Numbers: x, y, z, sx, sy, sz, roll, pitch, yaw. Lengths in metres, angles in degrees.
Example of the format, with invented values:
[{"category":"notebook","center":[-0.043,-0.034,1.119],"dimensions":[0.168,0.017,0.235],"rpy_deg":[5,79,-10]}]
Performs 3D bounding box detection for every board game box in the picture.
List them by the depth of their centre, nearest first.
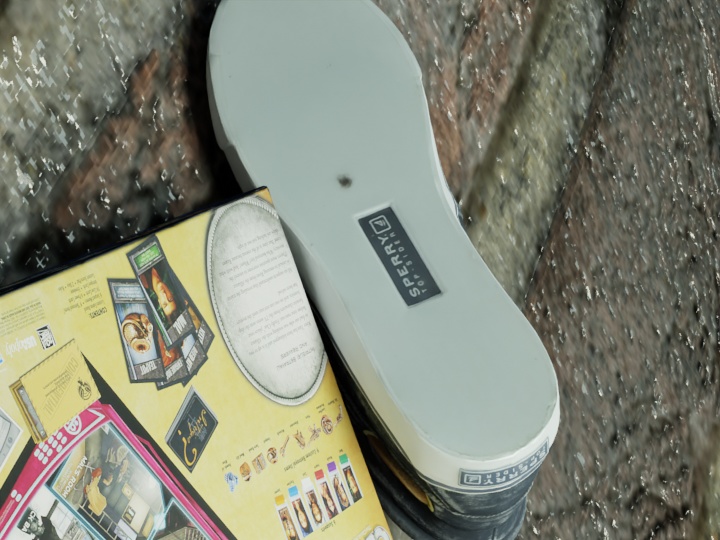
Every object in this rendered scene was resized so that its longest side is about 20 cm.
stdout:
[{"category":"board game box","center":[-0.062,0.062,0.755],"dimensions":[0.200,0.035,0.136],"rpy_deg":[-26,97,-62]}]

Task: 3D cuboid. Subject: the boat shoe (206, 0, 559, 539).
[{"category":"boat shoe","center":[0.000,0.000,0.880],"dimensions":[0.091,0.071,0.201],"rpy_deg":[98,-29,-60]}]
